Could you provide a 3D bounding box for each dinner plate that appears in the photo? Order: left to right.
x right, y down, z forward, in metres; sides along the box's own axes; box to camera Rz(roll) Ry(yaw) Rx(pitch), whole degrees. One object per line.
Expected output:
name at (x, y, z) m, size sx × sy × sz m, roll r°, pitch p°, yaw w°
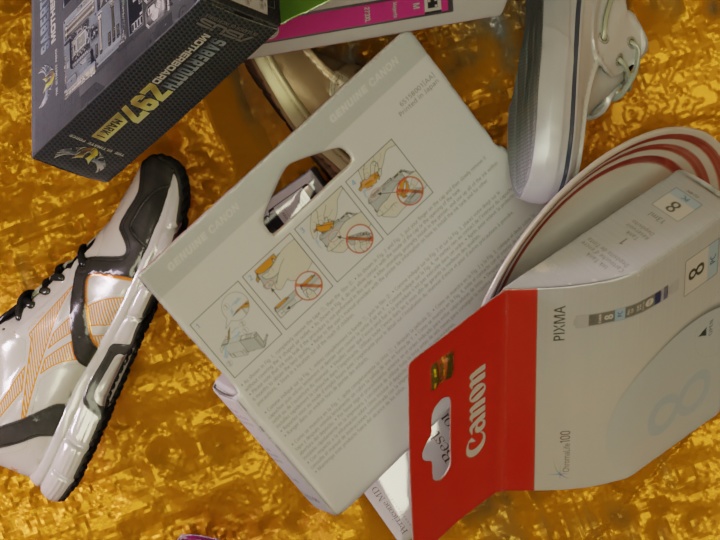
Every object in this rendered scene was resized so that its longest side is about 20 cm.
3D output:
dinner plate at (0.124, 0.007, 1.392) m, size 0.024 × 0.200 × 0.200 m, roll 38°, pitch 95°, yaw 32°

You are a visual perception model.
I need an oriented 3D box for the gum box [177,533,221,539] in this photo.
gum box at (-0.084, 0.259, 1.418) m, size 0.113 × 0.066 × 0.200 m, roll 30°, pitch 75°, yaw -18°

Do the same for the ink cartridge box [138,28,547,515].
ink cartridge box at (0.000, 0.000, 1.379) m, size 0.200 × 0.044 × 0.174 m, roll -43°, pitch 108°, yaw -12°

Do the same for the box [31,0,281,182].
box at (-0.107, -0.167, 1.306) m, size 0.051 × 0.158 × 0.200 m, roll 19°, pitch 51°, yaw -33°

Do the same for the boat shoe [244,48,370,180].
boat shoe at (-0.003, -0.084, 1.433) m, size 0.065 × 0.071 × 0.200 m, roll -38°, pitch 103°, yaw -1°

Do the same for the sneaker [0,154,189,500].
sneaker at (-0.156, 0.024, 1.432) m, size 0.080 × 0.074 × 0.200 m, roll 26°, pitch 95°, yaw 1°

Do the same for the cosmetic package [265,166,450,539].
cosmetic package at (-0.002, 0.047, 1.450) m, size 0.083 × 0.051 × 0.200 m, roll -35°, pitch 93°, yaw 5°

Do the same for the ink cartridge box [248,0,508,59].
ink cartridge box at (0.009, -0.160, 1.374) m, size 0.200 × 0.095 × 0.037 m, roll -12°, pitch 125°, yaw -7°

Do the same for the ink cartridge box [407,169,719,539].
ink cartridge box at (0.112, 0.059, 1.364) m, size 0.200 × 0.160 × 0.047 m, roll -34°, pitch 53°, yaw -28°

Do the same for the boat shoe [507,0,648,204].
boat shoe at (0.122, -0.122, 1.385) m, size 0.067 × 0.074 × 0.200 m, roll 11°, pitch 62°, yaw -7°

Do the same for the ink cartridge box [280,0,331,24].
ink cartridge box at (-0.023, -0.210, 1.308) m, size 0.200 × 0.148 × 0.076 m, roll -26°, pitch 134°, yaw 3°
